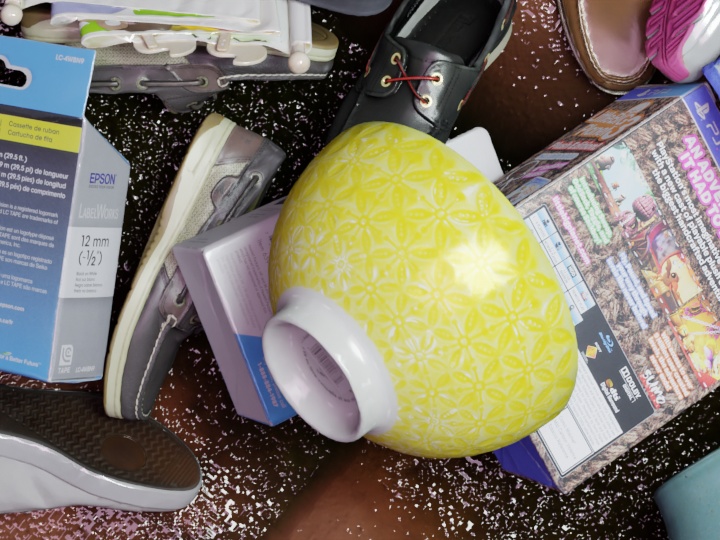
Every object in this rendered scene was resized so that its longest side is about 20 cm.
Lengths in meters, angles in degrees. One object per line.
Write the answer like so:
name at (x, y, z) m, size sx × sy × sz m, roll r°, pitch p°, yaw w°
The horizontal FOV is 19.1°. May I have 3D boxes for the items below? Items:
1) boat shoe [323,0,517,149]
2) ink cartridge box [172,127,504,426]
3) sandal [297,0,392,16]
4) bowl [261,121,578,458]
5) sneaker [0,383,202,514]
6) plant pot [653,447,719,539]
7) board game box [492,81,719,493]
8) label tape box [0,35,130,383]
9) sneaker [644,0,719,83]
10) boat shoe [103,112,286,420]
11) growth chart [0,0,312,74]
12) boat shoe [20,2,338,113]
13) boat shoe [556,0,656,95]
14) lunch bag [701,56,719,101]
boat shoe at (0.032, -0.114, 1.279) m, size 0.073 × 0.063 × 0.202 m, roll 24°, pitch 62°, yaw 16°
ink cartridge box at (0.000, 0.000, 1.311) m, size 0.199 × 0.067 × 0.117 m, roll -24°, pitch 100°, yaw -20°
sandal at (-0.073, -0.205, 1.307) m, size 0.198 × 0.076 × 0.043 m, roll 9°, pitch 129°, yaw -2°
bowl at (0.010, 0.031, 1.163) m, size 0.107 × 0.200 × 0.201 m, roll -35°, pitch 92°, yaw -29°
sneaker at (-0.202, 0.124, 1.366) m, size 0.198 × 0.073 × 0.085 m, roll 16°, pitch 128°, yaw -6°
plant pot at (0.276, 0.184, 1.282) m, size 0.199 × 0.200 × 0.189 m, roll -30°, pitch 77°, yaw 4°
board game box at (0.144, 0.007, 1.273) m, size 0.199 × 0.097 × 0.160 m, roll -32°, pitch 102°, yaw -14°
label tape box at (-0.218, -0.042, 1.321) m, size 0.142 × 0.066 × 0.202 m, roll 11°, pitch 93°, yaw 27°
sneaker at (0.248, -0.173, 1.276) m, size 0.088 × 0.081 × 0.200 m, roll 47°, pitch 64°, yaw -10°
boat shoe at (-0.103, 0.004, 1.339) m, size 0.065 × 0.072 × 0.203 m, roll 20°, pitch 90°, yaw 6°
growth chart at (-0.122, -0.171, 1.304) m, size 0.198 × 0.145 × 0.018 m, roll 8°, pitch 130°, yaw 0°
boat shoe at (-0.114, -0.132, 1.336) m, size 0.198 × 0.073 × 0.065 m, roll 5°, pitch 110°, yaw 1°
boat shoe at (0.156, -0.209, 1.312) m, size 0.071 × 0.068 × 0.202 m, roll -4°, pitch 95°, yaw 2°
lunch bag at (0.310, -0.076, 1.194) m, size 0.169 × 0.124 × 0.201 m, roll -34°, pitch 85°, yaw 12°
